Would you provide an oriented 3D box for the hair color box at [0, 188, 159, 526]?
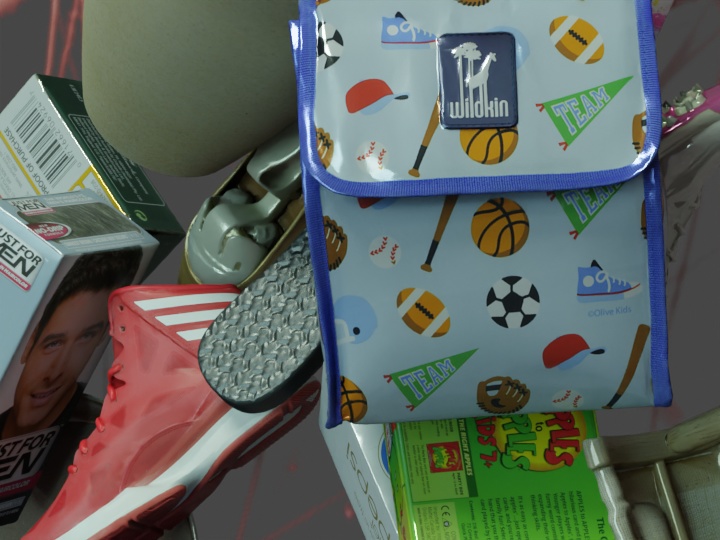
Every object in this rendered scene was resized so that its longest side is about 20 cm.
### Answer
[{"bbox_3d":[-0.201,0.055,1.347,0.061,0.099,0.200,35,110,20],"label":"hair color box"}]

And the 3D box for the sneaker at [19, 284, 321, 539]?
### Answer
[{"bbox_3d":[-0.129,0.082,1.331,0.200,0.078,0.116,-35,75,1],"label":"sneaker"}]

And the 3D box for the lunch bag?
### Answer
[{"bbox_3d":[0.057,-0.036,1.111,0.169,0.124,0.201,-3,105,2],"label":"lunch bag"}]

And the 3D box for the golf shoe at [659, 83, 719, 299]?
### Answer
[{"bbox_3d":[0.134,-0.014,1.208,0.200,0.075,0.092,-40,92,22],"label":"golf shoe"}]

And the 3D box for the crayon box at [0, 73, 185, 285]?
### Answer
[{"bbox_3d":[-0.209,-0.004,1.441,0.200,0.052,0.126,-45,65,23],"label":"crayon box"}]

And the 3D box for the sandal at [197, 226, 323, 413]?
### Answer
[{"bbox_3d":[-0.001,0.000,1.285,0.200,0.048,0.075,-38,65,2],"label":"sandal"}]

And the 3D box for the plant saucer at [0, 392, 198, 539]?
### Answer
[{"bbox_3d":[-0.172,0.170,1.411,0.200,0.032,0.201,-1,89,28],"label":"plant saucer"}]

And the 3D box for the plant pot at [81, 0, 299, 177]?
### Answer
[{"bbox_3d":[-0.068,-0.146,1.229,0.188,0.187,0.200,58,138,22],"label":"plant pot"}]

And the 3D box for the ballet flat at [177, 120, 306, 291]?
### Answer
[{"bbox_3d":[-0.054,-0.044,1.330,0.069,0.063,0.200,47,113,24],"label":"ballet flat"}]

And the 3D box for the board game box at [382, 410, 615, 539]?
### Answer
[{"bbox_3d":[0.073,0.146,1.145,0.101,0.048,0.201,-4,58,-6],"label":"board game box"}]

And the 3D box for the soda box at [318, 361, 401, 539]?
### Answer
[{"bbox_3d":[0.042,0.135,1.221,0.068,0.063,0.200,97,154,-56],"label":"soda box"}]

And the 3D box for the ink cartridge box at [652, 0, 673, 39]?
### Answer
[{"bbox_3d":[0.097,-0.144,1.210,0.117,0.067,0.201,42,112,53],"label":"ink cartridge box"}]

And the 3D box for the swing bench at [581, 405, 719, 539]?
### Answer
[{"bbox_3d":[0.233,0.142,1.091,0.200,0.130,0.200,-25,75,36],"label":"swing bench"}]
